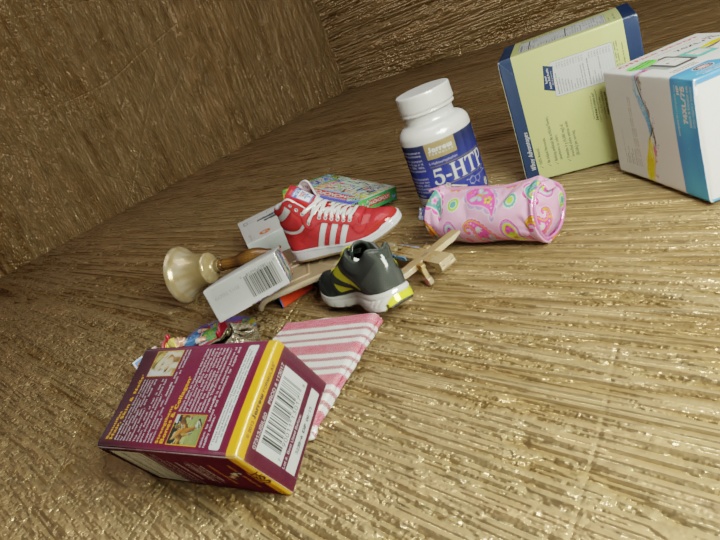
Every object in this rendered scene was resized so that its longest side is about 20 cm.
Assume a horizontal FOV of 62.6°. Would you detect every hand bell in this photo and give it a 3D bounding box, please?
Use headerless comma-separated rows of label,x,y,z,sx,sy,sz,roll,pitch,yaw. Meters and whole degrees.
hand bell,-0.240,-0.012,1.049,0.197,0.106,0.104,-13,23,24

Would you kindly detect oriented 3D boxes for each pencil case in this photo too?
pencil case,0.176,-0.081,0.809,0.087,0.089,0.198,-37,26,-32

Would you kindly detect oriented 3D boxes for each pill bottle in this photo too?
pill bottle,0.130,-0.197,0.966,0.118,0.203,0.120,-20,21,8

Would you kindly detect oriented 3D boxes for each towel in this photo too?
towel,-0.069,0.120,0.676,0.144,0.030,0.201,-10,28,33

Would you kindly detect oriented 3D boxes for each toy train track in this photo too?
toy train track,0.078,-0.013,0.833,0.114,0.033,0.200,-37,18,-13

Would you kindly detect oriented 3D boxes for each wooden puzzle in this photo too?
wooden puzzle,-0.072,-0.009,0.957,0.198,0.047,0.186,-27,21,3

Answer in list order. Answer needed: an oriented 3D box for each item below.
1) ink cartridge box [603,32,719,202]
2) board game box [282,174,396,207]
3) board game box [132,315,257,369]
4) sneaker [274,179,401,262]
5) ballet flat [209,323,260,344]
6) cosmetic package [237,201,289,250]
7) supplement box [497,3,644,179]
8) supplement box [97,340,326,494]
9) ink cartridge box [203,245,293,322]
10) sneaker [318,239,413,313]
ink cartridge box,0.428,-0.200,0.740,0.144,0.148,0.200,-22,21,1
board game box,-0.043,-0.152,1.187,0.198,0.030,0.134,17,32,41
board game box,-0.246,0.108,0.860,0.156,0.039,0.200,-3,30,42
sneaker,-0.043,-0.086,0.874,0.197,0.114,0.071,-15,25,30
ballet flat,-0.212,0.127,0.747,0.199,0.047,0.067,-33,35,-25
cosmetic package,-0.172,-0.090,1.235,0.149,0.052,0.200,-29,22,-8
supplement box,0.340,-0.275,0.933,0.197,0.203,0.135,-12,23,25
supplement box,-0.145,0.141,0.578,0.197,0.086,0.112,-8,49,34
ink cartridge box,-0.154,0.013,0.861,0.108,0.051,0.200,-29,6,-2
sneaker,0.000,0.000,0.777,0.074,0.086,0.199,-22,12,-29
